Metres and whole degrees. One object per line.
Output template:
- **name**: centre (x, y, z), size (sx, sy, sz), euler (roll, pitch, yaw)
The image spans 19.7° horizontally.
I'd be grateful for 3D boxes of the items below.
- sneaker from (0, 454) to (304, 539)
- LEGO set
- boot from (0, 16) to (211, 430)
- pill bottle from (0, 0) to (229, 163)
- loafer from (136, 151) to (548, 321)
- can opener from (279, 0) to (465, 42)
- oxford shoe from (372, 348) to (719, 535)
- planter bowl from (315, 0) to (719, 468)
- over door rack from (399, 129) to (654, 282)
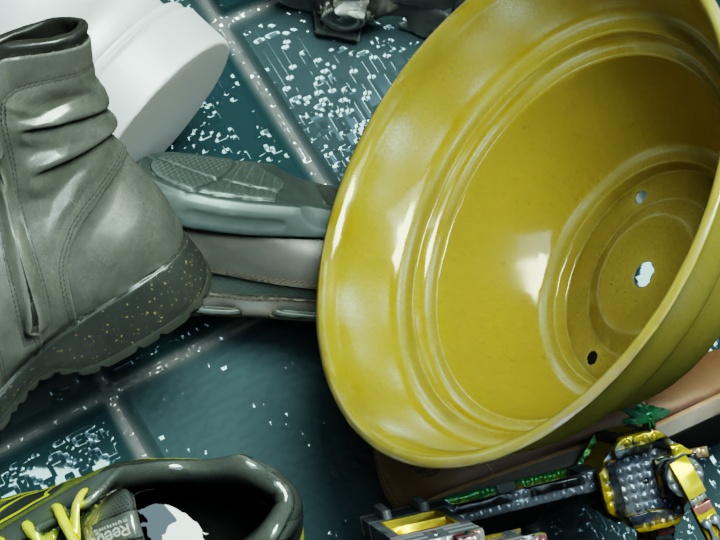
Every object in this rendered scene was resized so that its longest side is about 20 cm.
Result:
- **sneaker**: centre (-0.113, 0.104, 0.761), size (0.199, 0.085, 0.075), euler (-16, 72, -18)
- **LEGO set**: centre (0.078, 0.150, 0.731), size (0.153, 0.116, 0.201), euler (-3, 90, -8)
- **boot**: centre (-0.163, -0.001, 0.755), size (0.200, 0.068, 0.131), euler (-34, 118, -8)
- **pill bottle**: centre (-0.154, -0.122, 0.828), size (0.200, 0.112, 0.112), euler (40, 66, 6)
- **loafer**: centre (0.000, 0.000, 0.848), size (0.199, 0.072, 0.063), euler (11, 110, -11)
- **can opener**: centre (0.059, -0.125, 0.908), size (0.199, 0.053, 0.067), euler (8, 66, -10)
- **oxford shoe**: centre (0.099, 0.050, 0.838), size (0.199, 0.071, 0.071), euler (-17, 69, -16)
- **planter bowl**: centre (0.080, -0.011, 0.748), size (0.083, 0.200, 0.201), euler (28, 61, -35)
- **over door rack**: centre (0.126, -0.071, 0.828), size (0.200, 0.148, 0.067), euler (21, 23, -19)
